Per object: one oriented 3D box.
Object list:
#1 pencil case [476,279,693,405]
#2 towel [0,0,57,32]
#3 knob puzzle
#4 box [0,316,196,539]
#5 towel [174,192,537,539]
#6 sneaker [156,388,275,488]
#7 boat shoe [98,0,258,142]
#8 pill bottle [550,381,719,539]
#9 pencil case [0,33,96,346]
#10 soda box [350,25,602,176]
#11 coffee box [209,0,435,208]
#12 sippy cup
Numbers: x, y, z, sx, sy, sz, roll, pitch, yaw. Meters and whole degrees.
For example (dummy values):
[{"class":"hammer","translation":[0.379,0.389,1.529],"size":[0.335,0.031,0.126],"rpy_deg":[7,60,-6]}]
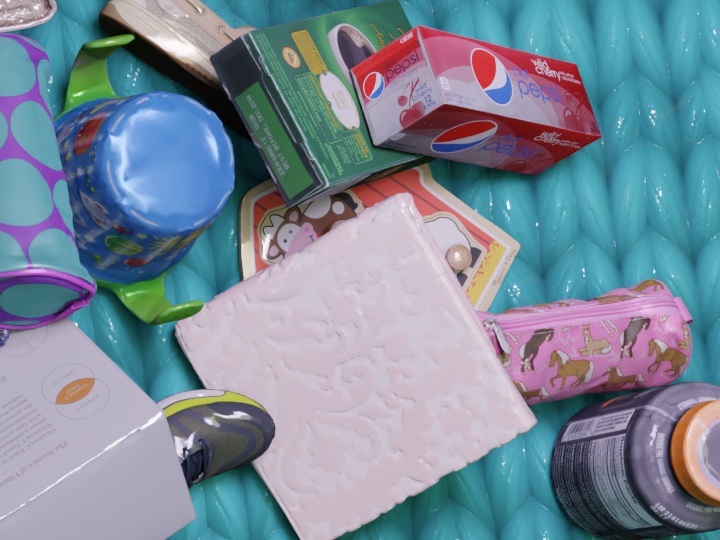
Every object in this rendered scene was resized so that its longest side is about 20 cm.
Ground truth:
[{"class":"pencil case","translation":[0.142,0.055,1.789],"size":[0.199,0.086,0.083],"rpy_deg":[-6,98,-28]},{"class":"towel","translation":[-0.316,-0.180,1.658],"size":[0.199,0.133,0.035],"rpy_deg":[-9,111,-20]},{"class":"knob puzzle","translation":[0.000,0.000,1.788],"size":[0.219,0.030,0.221],"rpy_deg":[3,81,-18]},{"class":"box","translation":[-0.228,0.113,1.597],"size":[0.152,0.107,0.200],"rpy_deg":[-33,48,-20]},{"class":"towel","translation":[-0.003,0.071,1.717],"size":[0.200,0.032,0.191],"rpy_deg":[-30,94,19]},{"class":"sneaker","translation":[-0.146,0.146,1.680],"size":[0.199,0.081,0.074],"rpy_deg":[-21,130,-15]},{"class":"boat shoe","translation":[-0.089,-0.147,1.761],"size":[0.200,0.072,0.065],"rpy_deg":[34,74,-5]},{"class":"pill bottle","translation":[0.219,0.135,1.751],"size":[0.106,0.200,0.107],"rpy_deg":[3,81,-18]},{"class":"pencil case","translation":[-0.228,-0.057,1.606],"size":[0.092,0.085,0.201],"rpy_deg":[30,38,-50]},{"class":"soda box","translation":[0.085,-0.119,1.760],"size":[0.200,0.070,0.064],"rpy_deg":[7,60,-52]},{"class":"coffee box","translation":[-0.011,-0.119,1.736],"size":[0.200,0.044,0.123],"rpy_deg":[-24,85,-56]},{"class":"sippy cup","translation":[-0.150,-0.063,1.688],"size":[0.178,0.130,0.140],"rpy_deg":[43,68,-13]}]
